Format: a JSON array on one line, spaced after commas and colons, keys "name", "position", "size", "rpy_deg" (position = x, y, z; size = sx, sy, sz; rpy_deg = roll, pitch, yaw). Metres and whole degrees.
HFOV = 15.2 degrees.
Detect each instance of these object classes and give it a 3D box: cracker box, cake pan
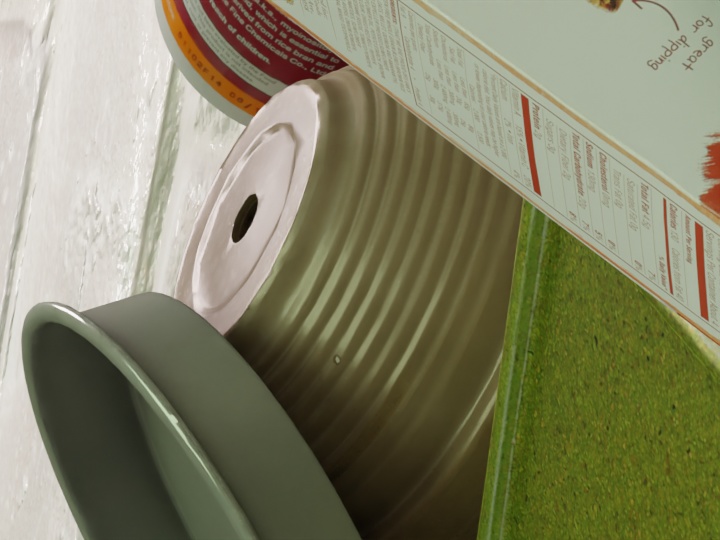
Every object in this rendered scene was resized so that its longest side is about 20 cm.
[{"name": "cracker box", "position": [0.067, -0.085, 0.639], "size": [0.200, 0.134, 0.058], "rpy_deg": [39, 160, 28]}, {"name": "cake pan", "position": [-0.044, 0.092, 0.870], "size": [0.200, 0.037, 0.201], "rpy_deg": [50, 157, 30]}]

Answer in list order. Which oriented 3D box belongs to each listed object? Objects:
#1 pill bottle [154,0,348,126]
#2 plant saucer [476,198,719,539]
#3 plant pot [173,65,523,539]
[{"name": "pill bottle", "position": [0.007, -0.137, 0.967], "size": [0.200, 0.112, 0.114], "rpy_deg": [133, 141, -56]}, {"name": "plant saucer", "position": [0.083, 0.060, 0.687], "size": [0.200, 0.048, 0.201], "rpy_deg": [-125, 35, -53]}, {"name": "plant pot", "position": [0.000, 0.000, 0.897], "size": [0.201, 0.092, 0.202], "rpy_deg": [-51, 24, 33]}]
